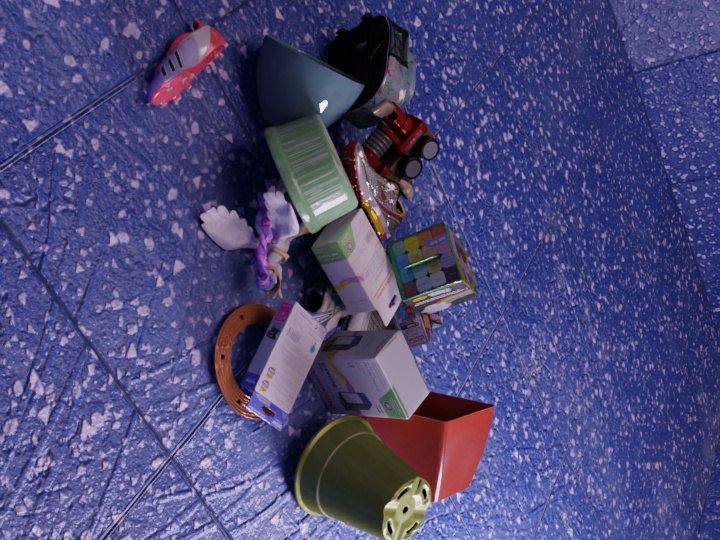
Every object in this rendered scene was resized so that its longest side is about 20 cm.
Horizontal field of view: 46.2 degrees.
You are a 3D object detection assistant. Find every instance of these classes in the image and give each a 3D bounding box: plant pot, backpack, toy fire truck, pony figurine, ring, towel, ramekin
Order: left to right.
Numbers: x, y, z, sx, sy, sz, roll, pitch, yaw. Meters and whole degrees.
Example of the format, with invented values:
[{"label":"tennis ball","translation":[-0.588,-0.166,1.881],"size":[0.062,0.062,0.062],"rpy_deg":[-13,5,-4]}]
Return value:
[{"label":"ring","translation":[-0.184,0.158,1.474],"size":[0.200,0.019,0.201],"rpy_deg":[15,71,-50]},{"label":"pony figurine","translation":[-0.159,-0.071,1.464],"size":[0.200,0.166,0.193],"rpy_deg":[-74,146,-50]},{"label":"plant pot","translation":[-0.111,-0.324,1.546],"size":[0.200,0.200,0.135],"rpy_deg":[12,110,-50]},{"label":"ramekin","translation":[-0.081,-0.173,1.468],"size":[0.200,0.098,0.200],"rpy_deg":[-24,90,-87]},{"label":"backpack","translation":[0.020,-0.387,1.708],"size":[0.150,0.177,0.200],"rpy_deg":[30,55,-42]},{"label":"plant pot","translation":[0.019,0.384,1.499],"size":[0.200,0.190,0.201],"rpy_deg":[-19,118,-41]},{"label":"towel","translation":[0.035,0.116,1.721],"size":[0.193,0.034,0.200],"rpy_deg":[56,39,-36]},{"label":"toy fire truck","translation":[0.041,-0.246,1.618],"size":[0.176,0.129,0.200],"rpy_deg":[-48,130,-2]},{"label":"plant pot","translation":[0.137,0.357,1.718],"size":[0.200,0.199,0.177],"rpy_deg":[-2,97,-52]}]

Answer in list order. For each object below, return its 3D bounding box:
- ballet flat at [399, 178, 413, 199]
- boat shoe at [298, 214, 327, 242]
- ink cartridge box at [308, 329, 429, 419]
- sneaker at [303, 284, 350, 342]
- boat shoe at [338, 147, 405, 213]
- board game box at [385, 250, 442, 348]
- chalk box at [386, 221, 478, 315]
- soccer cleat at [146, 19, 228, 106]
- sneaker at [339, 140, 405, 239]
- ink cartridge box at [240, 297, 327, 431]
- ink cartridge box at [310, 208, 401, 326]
[{"label":"ballet flat","translation":[0.086,-0.217,1.790],"size":[0.067,0.057,0.200],"rpy_deg":[56,14,-35]},{"label":"boat shoe","translation":[-0.046,-0.058,1.647],"size":[0.200,0.070,0.071],"rpy_deg":[24,61,-48]},{"label":"ink cartridge box","translation":[0.005,0.190,1.560],"size":[0.088,0.200,0.146],"rpy_deg":[-45,119,-38]},{"label":"sneaker","translation":[-0.058,0.056,1.610],"size":[0.085,0.077,0.200],"rpy_deg":[60,42,-19]},{"label":"boat shoe","translation":[0.028,-0.182,1.754],"size":[0.073,0.063,0.201],"rpy_deg":[-43,128,-8]},{"label":"board game box","translation":[0.108,0.069,1.787],"size":[0.200,0.062,0.200],"rpy_deg":[24,50,-67]},{"label":"chalk box","translation":[0.134,-0.006,1.616],"size":[0.200,0.125,0.124],"rpy_deg":[37,36,-66]},{"label":"soccer cleat","translation":[-0.299,-0.344,1.398],"size":[0.076,0.067,0.200],"rpy_deg":[38,54,-2]},{"label":"sneaker","translation":[0.023,-0.158,1.583],"size":[0.082,0.078,0.200],"rpy_deg":[-33,125,-12]},{"label":"ink cartridge box","translation":[-0.135,0.162,1.452],"size":[0.119,0.042,0.200],"rpy_deg":[49,58,-50]},{"label":"ink cartridge box","translation":[0.000,0.000,1.580],"size":[0.200,0.067,0.117],"rpy_deg":[61,38,-24]}]
